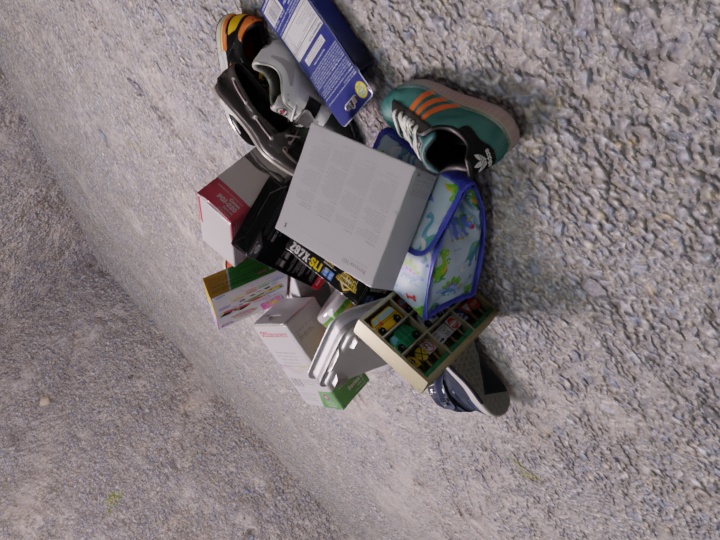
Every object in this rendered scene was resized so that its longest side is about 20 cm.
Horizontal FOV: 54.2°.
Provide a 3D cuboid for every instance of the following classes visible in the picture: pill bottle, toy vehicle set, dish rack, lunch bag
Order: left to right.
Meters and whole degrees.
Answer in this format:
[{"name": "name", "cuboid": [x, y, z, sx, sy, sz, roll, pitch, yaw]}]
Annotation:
[{"name": "dish rack", "cuboid": [0.025, 0.106, 1.057, 0.044, 0.197, 0.173, 55, 141, 27]}, {"name": "pill bottle", "cuboid": [0.032, 0.103, 1.221, 0.199, 0.112, 0.111, 40, 156, -6]}, {"name": "lunch bag", "cuboid": [0.076, -0.067, 0.935, 0.170, 0.126, 0.203, 40, 139, 36]}, {"name": "toy vehicle set", "cuboid": [0.096, 0.069, 0.977, 0.124, 0.199, 0.027, 40, 135, 15]}]

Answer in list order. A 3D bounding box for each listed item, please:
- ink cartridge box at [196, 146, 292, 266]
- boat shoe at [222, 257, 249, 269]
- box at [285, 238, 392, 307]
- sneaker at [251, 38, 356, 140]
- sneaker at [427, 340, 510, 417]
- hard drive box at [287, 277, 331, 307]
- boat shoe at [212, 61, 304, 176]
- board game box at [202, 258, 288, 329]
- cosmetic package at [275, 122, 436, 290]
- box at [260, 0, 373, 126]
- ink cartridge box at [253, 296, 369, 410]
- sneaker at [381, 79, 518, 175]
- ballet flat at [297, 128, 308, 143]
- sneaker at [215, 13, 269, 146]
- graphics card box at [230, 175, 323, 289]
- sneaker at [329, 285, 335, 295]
[{"name": "ink cartridge box", "cuboid": [-0.171, -0.125, 1.185, 0.084, 0.200, 0.146, 38, 154, 13]}, {"name": "boat shoe", "cuboid": [-0.204, -0.081, 1.343, 0.070, 0.204, 0.062, 24, 172, -39]}, {"name": "box", "cuboid": [0.000, 0.000, 1.098, 0.159, 0.050, 0.199, 39, -166, 29]}, {"name": "sneaker", "cuboid": [-0.085, -0.236, 1.021, 0.201, 0.088, 0.074, 54, 154, -9]}, {"name": "sneaker", "cuboid": [0.143, 0.153, 1.161, 0.204, 0.076, 0.146, 58, 156, -9]}, {"name": "hard drive box", "cuboid": [-0.111, 0.030, 1.405, 0.156, 0.076, 0.202, 45, 157, 44]}, {"name": "boat shoe", "cuboid": [-0.135, -0.219, 1.036, 0.200, 0.067, 0.057, 45, 125, -2]}, {"name": "board game box", "cuboid": [-0.209, 0.037, 1.306, 0.041, 0.151, 0.201, 62, 164, 15]}, {"name": "cosmetic package", "cuboid": [-0.012, -0.086, 0.903, 0.199, 0.153, 0.051, 31, -168, 39]}, {"name": "box", "cuboid": [-0.052, -0.300, 0.938, 0.202, 0.032, 0.121, 55, 156, -4]}, {"name": "ink cartridge box", "cuboid": [-0.094, 0.154, 1.324, 0.202, 0.087, 0.144, 55, 151, -17]}, {"name": "sneaker", "cuboid": [0.081, -0.162, 0.809, 0.199, 0.080, 0.072, 28, 150, 45]}, {"name": "ballet flat", "cuboid": [-0.072, -0.174, 1.101, 0.200, 0.074, 0.075, 46, 155, 17]}, {"name": "sneaker", "cuboid": [-0.166, -0.287, 1.080, 0.089, 0.069, 0.204, 18, 124, 44]}, {"name": "graphics card box", "cuboid": [-0.108, -0.056, 1.156, 0.051, 0.127, 0.199, 33, -177, 35]}, {"name": "sneaker", "cuboid": [-0.008, 0.047, 1.306, 0.071, 0.078, 0.204, -69, -35, -75]}]
